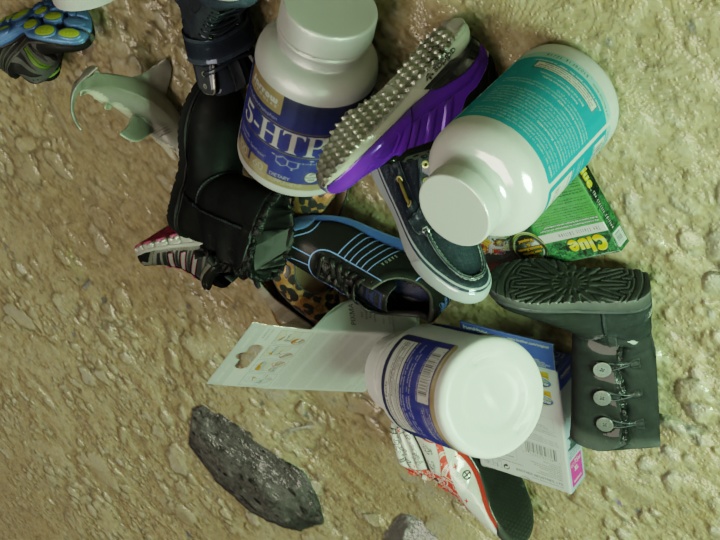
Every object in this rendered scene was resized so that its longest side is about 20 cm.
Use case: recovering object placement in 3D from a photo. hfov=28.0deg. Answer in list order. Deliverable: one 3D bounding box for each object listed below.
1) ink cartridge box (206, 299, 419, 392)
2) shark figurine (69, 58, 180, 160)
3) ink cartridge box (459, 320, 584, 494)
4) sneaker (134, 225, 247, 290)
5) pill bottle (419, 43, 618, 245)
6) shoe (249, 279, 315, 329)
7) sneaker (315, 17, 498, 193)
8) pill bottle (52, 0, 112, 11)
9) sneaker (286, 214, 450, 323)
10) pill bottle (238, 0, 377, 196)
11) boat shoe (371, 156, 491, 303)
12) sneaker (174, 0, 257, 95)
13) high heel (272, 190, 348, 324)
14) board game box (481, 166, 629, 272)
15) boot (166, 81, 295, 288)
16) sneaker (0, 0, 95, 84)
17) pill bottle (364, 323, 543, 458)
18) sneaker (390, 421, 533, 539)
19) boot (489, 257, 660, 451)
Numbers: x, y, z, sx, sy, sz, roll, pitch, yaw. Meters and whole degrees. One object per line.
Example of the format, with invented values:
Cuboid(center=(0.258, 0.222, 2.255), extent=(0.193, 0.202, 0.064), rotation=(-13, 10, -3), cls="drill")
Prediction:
Cuboid(center=(-0.055, 0.082, 1.610), extent=(0.199, 0.050, 0.162), rotation=(7, 149, -23), cls="ink cartridge box")
Cuboid(center=(-0.251, -0.202, 1.599), extent=(0.089, 0.214, 0.128), rotation=(-43, 56, 16), cls="shark figurine")
Cuboid(center=(0.174, 0.139, 1.548), extent=(0.119, 0.042, 0.201), rotation=(14, 131, 35), cls="ink cartridge box")
Cuboid(center=(-0.193, -0.016, 1.728), extent=(0.199, 0.074, 0.088), rotation=(-9, 111, 42), cls="sneaker")
Cuboid(center=(0.132, -0.104, 1.242), extent=(0.110, 0.200, 0.111), rotation=(24, 137, 25), cls="pill bottle")
Cuboid(center=(-0.100, -0.009, 1.650), extent=(0.053, 0.070, 0.201), rotation=(22, 148, 56), cls="shoe")
Cuboid(center=(0.052, -0.128, 1.330), extent=(0.099, 0.200, 0.070), rotation=(43, -174, -27), cls="sneaker")
Cuboid(center=(-0.304, -0.374, 1.482), extent=(0.111, 0.111, 0.201), rotation=(16, 134, 33), cls="pill bottle")
Cuboid(center=(0.000, 0.000, 1.514), extent=(0.199, 0.078, 0.070), rotation=(13, 130, 9), cls="sneaker")
Cuboid(center=(-0.048, -0.180, 1.398), extent=(0.119, 0.120, 0.201), rotation=(34, 141, 15), cls="pill bottle")
Cuboid(center=(0.074, -0.068, 1.389), extent=(0.201, 0.070, 0.091), rotation=(60, 146, 27), cls="boat shoe")
Cuboid(center=(-0.128, -0.241, 1.429), extent=(0.202, 0.077, 0.147), rotation=(36, 145, 60), cls="sneaker")
Cuboid(center=(-0.036, -0.019, 1.582), extent=(0.142, 0.071, 0.201), rotation=(-7, 113, 47), cls="high heel")
Cuboid(center=(0.158, -0.050, 1.412), extent=(0.199, 0.023, 0.105), rotation=(-12, 114, 48), cls="board game box")
Cuboid(center=(-0.131, -0.093, 1.530), extent=(0.162, 0.073, 0.199), rotation=(30, 112, 45), cls="boot")
Cuboid(center=(-0.366, -0.264, 1.685), extent=(0.199, 0.071, 0.083), rotation=(-3, 135, 46), cls="sneaker")
Cuboid(center=(0.086, 0.116, 1.472), extent=(0.120, 0.119, 0.200), rotation=(59, 161, -17), cls="pill bottle")
Cuboid(center=(0.114, 0.234, 1.673), extent=(0.108, 0.067, 0.202), rotation=(-24, 102, 52), cls="sneaker")
Cuboid(center=(0.214, 0.088, 1.429), extent=(0.164, 0.066, 0.201), rotation=(7, 134, 24), cls="boot")
